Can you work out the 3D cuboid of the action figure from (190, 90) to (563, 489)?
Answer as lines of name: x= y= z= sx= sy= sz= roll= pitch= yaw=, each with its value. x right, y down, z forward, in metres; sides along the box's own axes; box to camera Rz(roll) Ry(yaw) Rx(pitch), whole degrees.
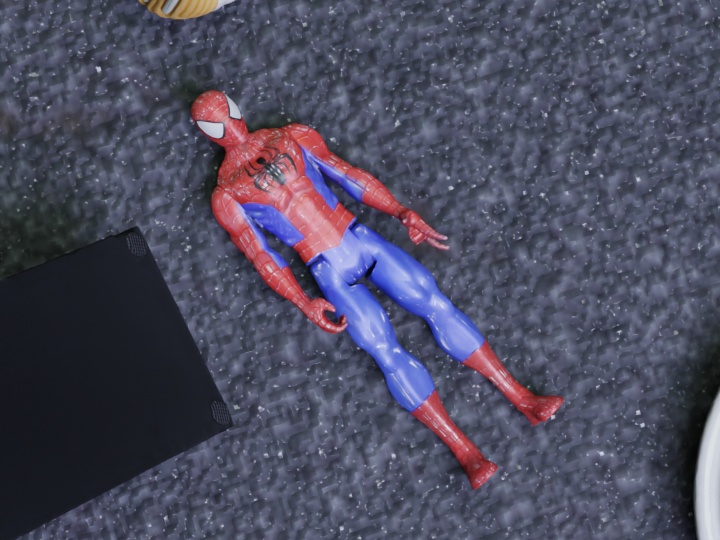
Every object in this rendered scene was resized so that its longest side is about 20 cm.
action figure: x=0.000 y=0.000 z=1.231 sx=0.065 sy=0.052 sz=0.200 roll=-44 pitch=90 yaw=-7

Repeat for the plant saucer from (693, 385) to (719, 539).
plant saucer: x=0.235 y=0.099 z=1.256 sx=0.199 sy=0.050 sz=0.202 roll=1 pitch=84 yaw=-9

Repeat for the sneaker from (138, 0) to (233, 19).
sneaker: x=-0.092 y=-0.206 z=1.233 sx=0.087 sy=0.076 sz=0.201 roll=-28 pitch=91 yaw=-27

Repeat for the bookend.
bookend: x=-0.190 y=0.082 z=1.154 sx=0.200 sy=0.198 sz=0.093 roll=-25 pitch=88 yaw=-55
